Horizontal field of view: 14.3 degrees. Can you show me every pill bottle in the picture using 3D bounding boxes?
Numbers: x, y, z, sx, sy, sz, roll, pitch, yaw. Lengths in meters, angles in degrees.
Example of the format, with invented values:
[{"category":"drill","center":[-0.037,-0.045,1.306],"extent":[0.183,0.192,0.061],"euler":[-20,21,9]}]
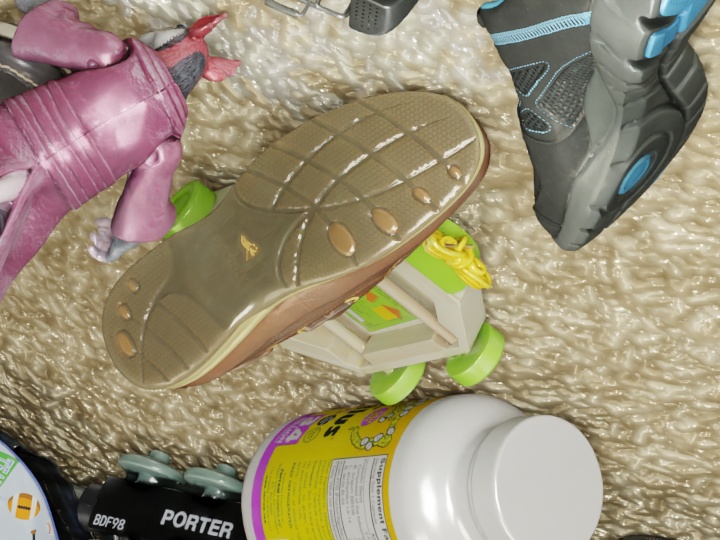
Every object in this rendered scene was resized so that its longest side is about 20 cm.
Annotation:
[{"category":"pill bottle","center":[0.033,0.119,1.499],"extent":[0.104,0.104,0.200],"euler":[41,151,-27]}]

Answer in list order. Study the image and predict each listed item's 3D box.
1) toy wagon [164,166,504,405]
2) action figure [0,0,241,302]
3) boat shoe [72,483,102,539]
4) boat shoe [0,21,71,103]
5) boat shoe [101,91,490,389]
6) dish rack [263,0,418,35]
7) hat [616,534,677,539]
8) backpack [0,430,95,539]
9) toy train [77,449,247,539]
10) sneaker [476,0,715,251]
[{"category":"toy wagon","center":[0.000,0.000,1.383],"extent":[0.155,0.040,0.200],"euler":[38,152,-23]},{"category":"action figure","center":[-0.139,-0.058,1.244],"extent":[0.134,0.200,0.149],"euler":[56,172,-7]},{"category":"boat shoe","center":[-0.164,0.203,1.888],"extent":[0.074,0.065,0.202],"euler":[14,151,24]},{"category":"boat shoe","center":[-0.182,-0.056,1.419],"extent":[0.073,0.063,0.200],"euler":[29,154,-5]},{"category":"boat shoe","center":[-0.023,-0.013,1.282],"extent":[0.200,0.072,0.068],"euler":[-34,161,20]},{"category":"dish rack","center":[-0.059,-0.172,1.101],"extent":[0.200,0.055,0.153],"euler":[24,153,10]},{"category":"hat","center":[0.168,0.192,1.543],"extent":[0.200,0.081,0.201],"euler":[29,159,13]},{"category":"backpack","center":[-0.265,0.171,1.774],"extent":[0.200,0.154,0.191],"euler":[22,130,32]},{"category":"toy train","center":[-0.076,0.168,1.728],"extent":[0.200,0.085,0.114],"euler":[7,157,36]},{"category":"sneaker","center":[0.089,-0.083,1.127],"extent":[0.082,0.073,0.200],"euler":[37,152,18]}]
